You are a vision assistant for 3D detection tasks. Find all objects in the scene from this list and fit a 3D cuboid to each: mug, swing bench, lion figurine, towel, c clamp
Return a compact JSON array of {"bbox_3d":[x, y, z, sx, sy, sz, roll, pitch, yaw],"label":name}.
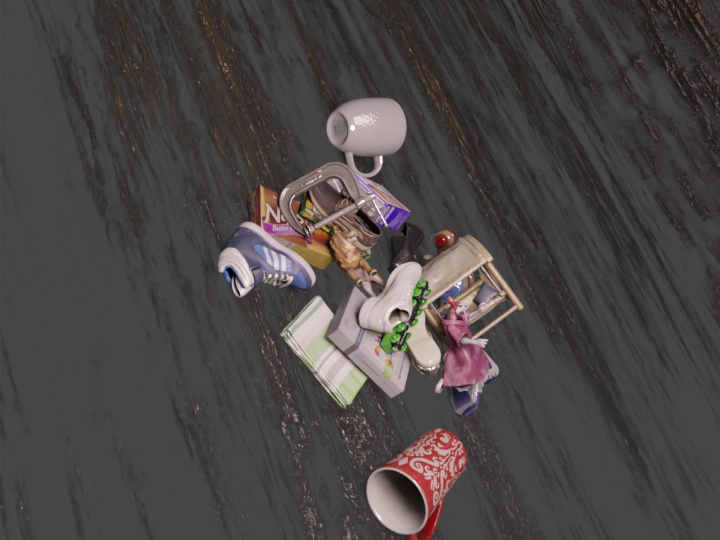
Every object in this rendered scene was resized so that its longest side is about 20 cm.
[{"bbox_3d":[0.114,0.419,1.318,0.133,0.179,0.199,26,28,25],"label":"mug"},{"bbox_3d":[0.232,0.054,1.560,0.201,0.198,0.130,55,-3,-11],"label":"swing bench"},{"bbox_3d":[0.008,-0.338,1.710,0.174,0.147,0.202,-13,103,-41],"label":"mug"},{"bbox_3d":[0.000,0.000,1.464,0.123,0.072,0.201,48,-8,38],"label":"lion figurine"},{"bbox_3d":[-0.059,0.162,1.373,0.200,0.031,0.149,50,41,-6],"label":"towel"},{"bbox_3d":[-0.064,-0.134,1.399,0.027,0.198,0.172,126,-59,-88],"label":"c clamp"}]

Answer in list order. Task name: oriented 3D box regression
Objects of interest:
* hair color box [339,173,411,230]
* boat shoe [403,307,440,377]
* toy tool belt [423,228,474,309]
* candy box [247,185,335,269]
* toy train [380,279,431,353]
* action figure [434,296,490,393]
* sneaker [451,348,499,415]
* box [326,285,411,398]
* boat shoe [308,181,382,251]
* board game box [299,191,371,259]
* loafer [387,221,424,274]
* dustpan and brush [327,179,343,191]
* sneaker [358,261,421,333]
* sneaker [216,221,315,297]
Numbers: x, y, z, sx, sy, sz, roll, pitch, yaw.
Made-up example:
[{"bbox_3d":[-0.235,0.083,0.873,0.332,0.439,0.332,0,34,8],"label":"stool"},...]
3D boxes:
[{"bbox_3d":[0.039,-0.159,1.585,0.109,0.065,0.200,43,14,15],"label":"hair color box"},{"bbox_3d":[0.120,0.145,1.469,0.071,0.061,0.203,-16,46,-8],"label":"boat shoe"},{"bbox_3d":[0.210,0.006,1.661,0.122,0.124,0.202,-25,99,-45],"label":"toy tool belt"},{"bbox_3d":[-0.146,-0.091,1.442,0.199,0.056,0.118,22,50,-36],"label":"candy box"},{"bbox_3d":[0.098,0.097,1.443,0.042,0.056,0.201,53,46,-27],"label":"toy train"},{"bbox_3d":[0.215,0.151,1.467,0.134,0.147,0.202,-50,122,-65],"label":"action figure"},{"bbox_3d":[0.281,0.253,1.597,0.114,0.080,0.201,28,45,-24],"label":"sneaker"},{"bbox_3d":[0.026,0.151,1.430,0.200,0.041,0.156,47,31,-15],"label":"box"},{"bbox_3d":[-0.027,-0.133,1.456,0.200,0.073,0.075,44,39,-19],"label":"boat shoe"},{"bbox_3d":[-0.050,-0.116,1.499,0.199,0.023,0.106,34,41,-31],"label":"board game box"},{"bbox_3d":[0.100,-0.056,1.651,0.070,0.068,0.201,39,37,-5],"label":"loafer"},{"bbox_3d":[-0.070,-0.160,1.559,0.199,0.057,0.141,-19,78,-48],"label":"dustpan and brush"},{"bbox_3d":[0.085,0.063,1.410,0.200,0.099,0.075,-48,139,-31],"label":"sneaker"},{"bbox_3d":[-0.192,0.014,1.319,0.200,0.080,0.147,40,50,-20],"label":"sneaker"}]
